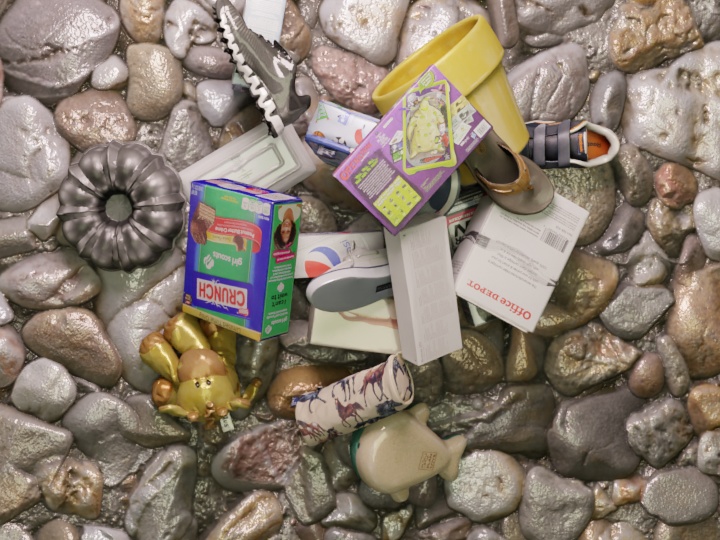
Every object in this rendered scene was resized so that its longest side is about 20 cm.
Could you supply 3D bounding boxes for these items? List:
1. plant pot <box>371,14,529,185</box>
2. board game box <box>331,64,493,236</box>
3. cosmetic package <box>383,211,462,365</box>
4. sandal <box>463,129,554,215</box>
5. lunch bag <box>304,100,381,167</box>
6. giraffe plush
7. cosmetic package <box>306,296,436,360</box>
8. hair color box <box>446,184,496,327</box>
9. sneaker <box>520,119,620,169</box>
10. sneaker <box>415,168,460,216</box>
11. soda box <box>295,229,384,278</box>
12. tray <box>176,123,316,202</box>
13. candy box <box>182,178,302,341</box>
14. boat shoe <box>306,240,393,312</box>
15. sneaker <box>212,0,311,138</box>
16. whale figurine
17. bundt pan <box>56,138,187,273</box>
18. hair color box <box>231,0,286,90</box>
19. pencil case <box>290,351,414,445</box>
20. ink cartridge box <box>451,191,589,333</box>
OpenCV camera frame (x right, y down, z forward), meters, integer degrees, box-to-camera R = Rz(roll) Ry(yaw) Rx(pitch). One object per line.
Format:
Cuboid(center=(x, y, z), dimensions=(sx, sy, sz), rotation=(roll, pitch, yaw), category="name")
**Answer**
Cuboid(center=(0.147, -0.240, 1.452), dimensions=(0.200, 0.201, 0.190), rotation=(-38, 108, -2), category="plant pot")
Cuboid(center=(0.070, -0.161, 1.322), dimensions=(0.120, 0.032, 0.200), rotation=(43, 91, -14), category="board game box")
Cuboid(center=(0.090, 0.026, 1.408), dimensions=(0.081, 0.050, 0.204), rotation=(-19, 110, -28), category="cosmetic package")
Cuboid(center=(0.200, -0.146, 1.375), dimensions=(0.082, 0.055, 0.200), rotation=(-46, 115, 1), category="sandal")
Cuboid(center=(0.008, -0.177, 1.427), dimensions=(0.158, 0.200, 0.077), rotation=(22, 91, 8), category="lunch bag")
Cuboid(center=(-0.237, 0.167, 1.456), dimensions=(0.171, 0.162, 0.202), rotation=(-32, 97, -3), category="giraffe plush")
Cuboid(center=(0.021, 0.078, 1.508), dimensions=(0.196, 0.103, 0.089), rotation=(7, 93, -8), category="cosmetic package")
Cuboid(center=(0.188, -0.025, 1.537), dimensions=(0.097, 0.061, 0.203), rotation=(-19, 97, -5), category="hair color box")
Cuboid(center=(0.306, -0.196, 1.527), dimensions=(0.196, 0.079, 0.080), rotation=(-6, 96, -4), category="sneaker")
Cuboid(center=(0.080, -0.087, 1.468), dimensions=(0.081, 0.201, 0.071), rotation=(5, 50, -17), category="sneaker")
Cuboid(center=(-0.062, -0.024, 1.507), dimensions=(0.196, 0.068, 0.065), rotation=(-4, 96, -6), category="soda box")
Cuboid(center=(-0.176, -0.149, 1.507), dimensions=(0.198, 0.022, 0.108), rotation=(-31, 97, -3), category="tray")
Cuboid(center=(-0.176, -0.019, 1.433), dimensions=(0.167, 0.076, 0.204), rotation=(16, 107, 35), category="candy box")
Cuboid(center=(0.001, -0.004, 1.438), dimensions=(0.199, 0.086, 0.075), rotation=(-15, 137, -24), category="boat shoe")
Cuboid(center=(-0.132, -0.293, 1.364), dimensions=(0.090, 0.066, 0.202), rotation=(-29, 102, -6), category="sneaker")
Cuboid(center=(0.071, 0.281, 1.546), dimensions=(0.197, 0.103, 0.162), rotation=(11, 95, -32), category="whale figurine")
Cuboid(center=(-0.360, -0.094, 1.460), dimensions=(0.198, 0.076, 0.206), rotation=(0, 95, -3), category="bundt pan")
Cuboid(center=(-0.144, -0.365, 1.444), dimensions=(0.059, 0.099, 0.204), rotation=(11, 94, -8), category="hair color box")
Cuboid(center=(-0.009, 0.192, 1.481), dimensions=(0.198, 0.077, 0.091), rotation=(-26, 58, 26), category="pencil case")
Cuboid(center=(0.228, -0.029, 1.469), dimensions=(0.143, 0.084, 0.203), rotation=(27, 87, -11), category="ink cartridge box")
